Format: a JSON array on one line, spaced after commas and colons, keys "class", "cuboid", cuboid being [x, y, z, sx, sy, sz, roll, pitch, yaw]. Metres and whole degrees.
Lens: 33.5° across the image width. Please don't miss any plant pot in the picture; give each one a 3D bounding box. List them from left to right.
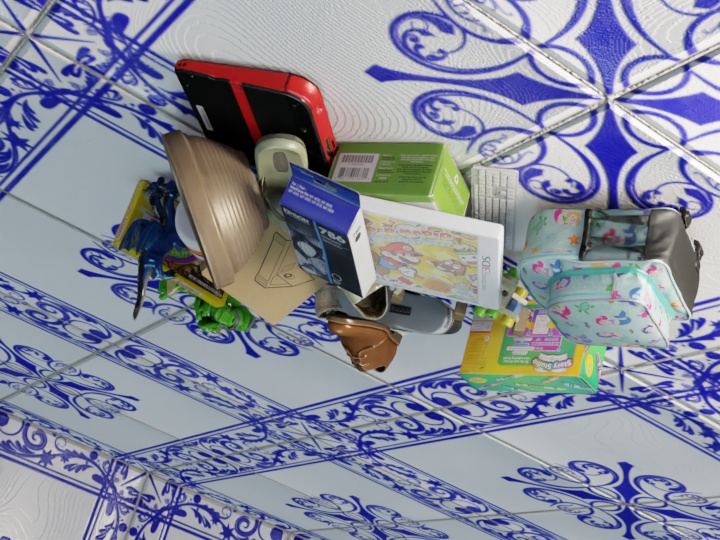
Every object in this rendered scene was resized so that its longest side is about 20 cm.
[{"class": "plant pot", "cuboid": [-0.171, -0.086, 1.480, 0.092, 0.202, 0.201, -20, 156, -7]}]

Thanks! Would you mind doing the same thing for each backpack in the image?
[{"class": "backpack", "cuboid": [0.288, 0.005, 1.421, 0.198, 0.152, 0.178, 8, 156, 32]}]

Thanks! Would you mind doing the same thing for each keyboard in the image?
[{"class": "keyboard", "cuboid": [0.166, -0.075, 1.486, 0.056, 0.011, 0.200, 12, 156, 12]}]

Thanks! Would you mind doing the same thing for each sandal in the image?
[{"class": "sandal", "cuboid": [-0.091, -0.093, 1.469, 0.079, 0.058, 0.201, -9, 151, 5]}]

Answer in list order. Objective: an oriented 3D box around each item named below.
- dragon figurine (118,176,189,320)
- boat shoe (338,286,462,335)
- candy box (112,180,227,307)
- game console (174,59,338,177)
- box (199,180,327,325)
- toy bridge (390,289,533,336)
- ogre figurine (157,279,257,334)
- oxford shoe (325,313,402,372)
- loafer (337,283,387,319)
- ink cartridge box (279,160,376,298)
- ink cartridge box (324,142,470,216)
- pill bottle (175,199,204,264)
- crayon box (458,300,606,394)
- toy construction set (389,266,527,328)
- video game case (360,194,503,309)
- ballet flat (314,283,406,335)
[{"class": "dragon figurine", "cuboid": [-0.294, -0.036, 1.660, 0.059, 0.201, 0.099, 11, 153, 49]}, {"class": "boat shoe", "cuboid": [0.060, 0.055, 1.768, 0.198, 0.074, 0.068, 8, 171, 34]}, {"class": "candy box", "cuboid": [-0.263, -0.037, 1.751, 0.026, 0.103, 0.199, -10, 144, 45]}, {"class": "game console", "cuboid": [-0.119, -0.181, 1.438, 0.175, 0.031, 0.200, 14, 156, 16]}, {"class": "box", "cuboid": [-0.092, -0.024, 1.609, 0.199, 0.021, 0.163, -39, 134, 12]}, {"class": "toy bridge", "cuboid": [0.145, 0.036, 1.670, 0.198, 0.068, 0.027, 15, 157, 2]}, {"class": "ogre figurine", "cuboid": [-0.239, 0.047, 1.918, 0.198, 0.099, 0.120, 9, 166, 38]}, {"class": "oxford shoe", "cuboid": [0.004, 0.106, 1.700, 0.071, 0.072, 0.200, 12, 170, 28]}, {"class": "loafer", "cuboid": [0.000, 0.000, 1.604, 0.075, 0.069, 0.200, -33, 146, 0]}, {"class": "ink cartridge box", "cuboid": [-0.039, -0.045, 1.423, 0.099, 0.039, 0.201, 26, 156, 21]}, {"class": "ink cartridge box", "cuboid": [0.062, -0.069, 1.482, 0.146, 0.076, 0.200, 4, 152, 28]}, {"class": "pill bottle", "cuboid": [-0.173, -0.034, 1.680, 0.112, 0.114, 0.200, 7, 154, 22]}, {"class": "crayon box", "cuboid": [0.246, 0.107, 1.692, 0.198, 0.120, 0.058, -2, 150, 38]}, {"class": "toy construction set", "cuboid": [0.132, 0.006, 1.601, 0.198, 0.093, 0.131, 16, 174, 7]}, {"class": "video game case", "cuboid": [0.075, -0.021, 1.453, 0.198, 0.023, 0.183, 13, 153, 13]}, {"class": "ballet flat", "cuboid": [0.022, 0.073, 1.836, 0.198, 0.068, 0.068, 12, 156, 12]}]
